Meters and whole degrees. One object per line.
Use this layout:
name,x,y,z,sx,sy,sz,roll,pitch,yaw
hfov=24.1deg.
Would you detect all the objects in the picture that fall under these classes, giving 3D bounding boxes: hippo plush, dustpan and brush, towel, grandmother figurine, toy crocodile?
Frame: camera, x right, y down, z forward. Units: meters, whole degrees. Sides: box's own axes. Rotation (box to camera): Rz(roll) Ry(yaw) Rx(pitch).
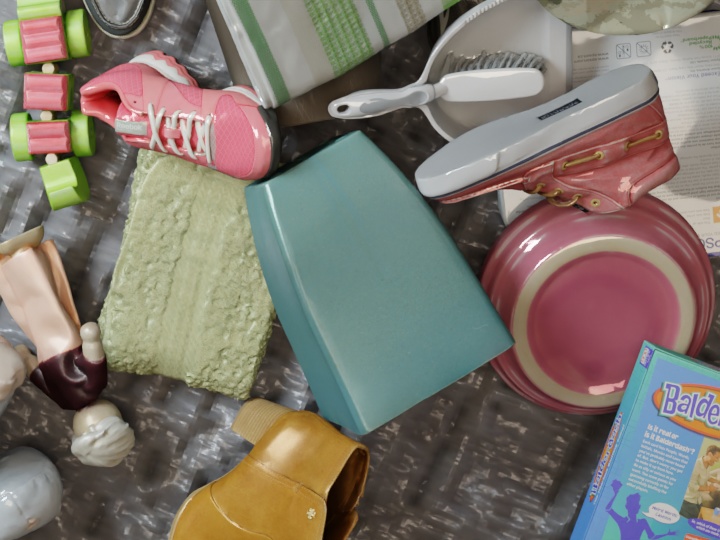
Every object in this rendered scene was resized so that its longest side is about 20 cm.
hippo plush,-0.326,0.162,1.328,0.198,0.159,0.162,-24,100,7
dustpan and brush,0.072,-0.143,1.297,0.198,0.057,0.141,-6,119,-3
towel,-0.017,-0.229,1.244,0.199,0.031,0.150,-31,115,-16
towel,-0.130,-0.003,1.384,0.147,0.036,0.202,13,95,-4
grandmother figurine,-0.238,0.066,1.360,0.060,0.121,0.202,-27,96,-31
toy crocodile,-0.250,-0.149,1.349,0.067,0.062,0.202,-3,96,-2

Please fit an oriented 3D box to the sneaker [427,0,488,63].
sneaker,0.081,-0.261,1.328,0.076,0.083,0.202,12,94,39

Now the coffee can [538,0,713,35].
coffee can,0.199,-0.301,1.261,0.145,0.147,0.202,5,61,-3

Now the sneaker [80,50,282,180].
sneaker,-0.142,-0.109,1.296,0.086,0.199,0.075,-20,122,-39

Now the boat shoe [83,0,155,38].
boat shoe,-0.196,-0.286,1.333,0.074,0.066,0.202,4,96,-3

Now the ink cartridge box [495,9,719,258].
ink cartridge box,0.207,-0.104,1.381,0.197,0.041,0.202,-5,100,-1

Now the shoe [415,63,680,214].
shoe,0.146,-0.076,1.287,0.198,0.072,0.092,-24,112,-1

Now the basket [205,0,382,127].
basket,-0.054,-0.221,1.312,0.179,0.135,0.202,-18,105,-36

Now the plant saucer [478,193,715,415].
plant saucer,0.193,0.033,1.366,0.198,0.051,0.203,-1,113,-3

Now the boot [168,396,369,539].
boot,-0.076,0.209,1.355,0.070,0.143,0.203,22,92,-44

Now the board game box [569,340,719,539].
board game box,0.264,0.176,1.343,0.151,0.045,0.202,20,95,-3

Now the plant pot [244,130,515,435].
plant pot,0.000,0.000,1.321,0.140,0.141,0.201,-29,98,-12
